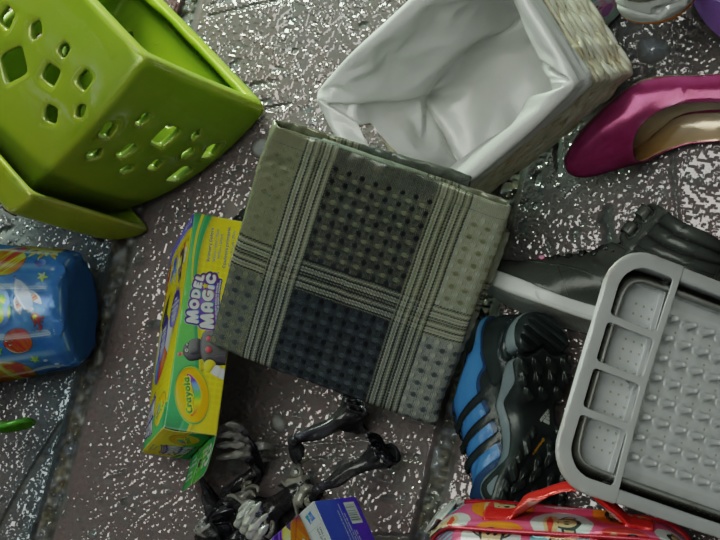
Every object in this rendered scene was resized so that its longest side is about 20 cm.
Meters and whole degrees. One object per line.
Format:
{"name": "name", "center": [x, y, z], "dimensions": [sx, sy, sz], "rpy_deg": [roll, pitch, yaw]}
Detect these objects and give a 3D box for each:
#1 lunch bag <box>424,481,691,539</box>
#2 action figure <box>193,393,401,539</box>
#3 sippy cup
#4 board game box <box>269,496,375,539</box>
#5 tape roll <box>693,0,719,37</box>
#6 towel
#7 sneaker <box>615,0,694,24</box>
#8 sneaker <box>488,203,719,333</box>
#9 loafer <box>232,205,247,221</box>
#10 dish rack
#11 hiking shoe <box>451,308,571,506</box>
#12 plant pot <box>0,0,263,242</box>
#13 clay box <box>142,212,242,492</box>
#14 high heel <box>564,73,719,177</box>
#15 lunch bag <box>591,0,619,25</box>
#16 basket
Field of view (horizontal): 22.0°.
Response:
{"name": "lunch bag", "center": [0.138, 0.235, 1.303], "dimensions": [0.198, 0.082, 0.178], "rpy_deg": [5, 99, 9]}
{"name": "action figure", "center": [-0.073, 0.170, 1.432], "dimensions": [0.199, 0.102, 0.119], "rpy_deg": [-37, 53, 10]}
{"name": "sippy cup", "center": [-0.294, 0.035, 1.549], "dimensions": [0.129, 0.140, 0.179], "rpy_deg": [-4, 114, 10]}
{"name": "board game box", "center": [-0.018, 0.283, 1.316], "dimensions": [0.134, 0.045, 0.201], "rpy_deg": [-44, 61, 34]}
{"name": "tape roll", "center": [0.330, -0.258, 1.369], "dimensions": [0.199, 0.066, 0.202], "rpy_deg": [-14, 57, 22]}
{"name": "towel", "center": [0.000, 0.000, 1.375], "dimensions": [0.191, 0.035, 0.201], "rpy_deg": [20, 116, 1]}
{"name": "sneaker", "center": [0.242, -0.277, 1.327], "dimensions": [0.075, 0.092, 0.201], "rpy_deg": [24, 75, 36]}
{"name": "sneaker", "center": [0.183, -0.005, 1.392], "dimensions": [0.198, 0.071, 0.100], "rpy_deg": [14, 80, 19]}
{"name": "loafer", "center": [-0.010, -0.010, 1.475], "dimensions": [0.199, 0.073, 0.073], "rpy_deg": [28, 79, 16]}
{"name": "dish rack", "center": [0.235, 0.094, 1.308], "dimensions": [0.199, 0.044, 0.173], "rpy_deg": [20, 81, -15]}
{"name": "hiking shoe", "center": [0.108, 0.130, 1.397], "dimensions": [0.086, 0.074, 0.202], "rpy_deg": [4, 84, 53]}
{"name": "plant pot", "center": [-0.234, -0.145, 1.532], "dimensions": [0.200, 0.199, 0.182], "rpy_deg": [45, 102, 25]}
{"name": "clay box", "center": [-0.135, 0.068, 1.467], "dimensions": [0.047, 0.115, 0.202], "rpy_deg": [11, 72, -12]}
{"name": "high heel", "center": [0.255, -0.102, 1.387], "dimensions": [0.199, 0.067, 0.096], "rpy_deg": [-26, 57, 0]}
{"name": "lunch bag", "center": [0.151, -0.285, 1.467], "dimensions": [0.160, 0.077, 0.200], "rpy_deg": [-46, 65, 7]}
{"name": "basket", "center": [0.090, -0.140, 1.393], "dimensions": [0.200, 0.123, 0.136], "rpy_deg": [-39, 76, 34]}
